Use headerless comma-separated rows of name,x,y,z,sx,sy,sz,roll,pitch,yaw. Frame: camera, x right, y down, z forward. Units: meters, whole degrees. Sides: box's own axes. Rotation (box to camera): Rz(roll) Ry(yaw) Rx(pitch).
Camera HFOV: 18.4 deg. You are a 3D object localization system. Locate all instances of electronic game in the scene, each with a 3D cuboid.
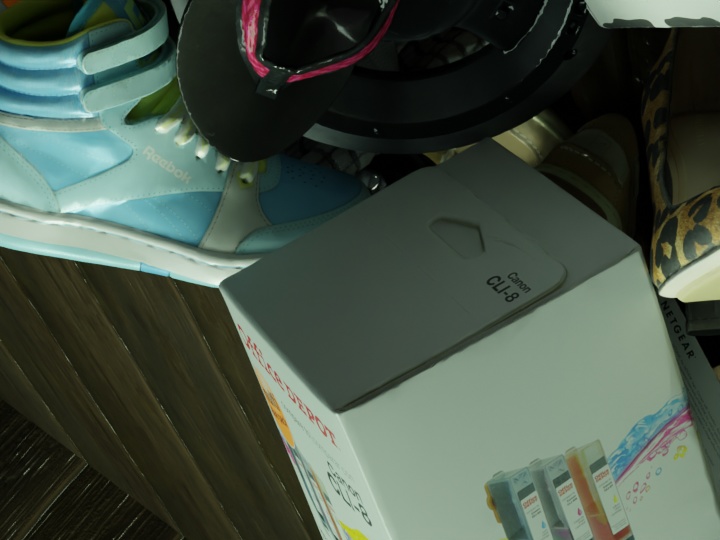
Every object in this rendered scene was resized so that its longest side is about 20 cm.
electronic game,0.016,-0.134,0.931,0.200,0.199,0.042,51,-156,-31

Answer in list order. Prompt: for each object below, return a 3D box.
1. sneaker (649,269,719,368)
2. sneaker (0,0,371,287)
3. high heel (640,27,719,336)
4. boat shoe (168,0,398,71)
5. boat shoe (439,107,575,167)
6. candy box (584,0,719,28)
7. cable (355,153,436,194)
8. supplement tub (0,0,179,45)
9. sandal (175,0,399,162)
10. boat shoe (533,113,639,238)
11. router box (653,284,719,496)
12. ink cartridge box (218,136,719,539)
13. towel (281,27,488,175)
sneaker,0.150,0.056,1.201,0.073,0.112,0.200,40,165,-5
sneaker,-0.080,-0.068,0.993,0.199,0.131,0.080,6,-150,-11
high heel,0.144,-0.058,0.869,0.071,0.144,0.200,-3,170,-1
boat shoe,-0.052,-0.136,1.004,0.071,0.072,0.200,3,139,44
boat shoe,0.072,-0.041,1.207,0.072,0.065,0.200,38,164,8
candy box,0.115,-0.167,0.767,0.168,0.072,0.200,49,162,-25
cable,0.017,0.015,1.189,0.200,0.050,0.164,124,141,-70
supplement tub,-0.113,-0.144,1.091,0.122,0.200,0.123,43,176,4
sandal,-0.014,-0.118,0.888,0.075,0.200,0.045,26,-146,-19
boat shoe,0.115,-0.022,1.140,0.071,0.076,0.200,34,164,6
router box,0.140,0.111,1.104,0.201,0.049,0.179,61,161,-4
ink cartridge box,0.053,0.075,0.951,0.145,0.144,0.201,42,156,59
towel,-0.047,-0.095,1.166,0.086,0.165,0.200,53,160,-17
